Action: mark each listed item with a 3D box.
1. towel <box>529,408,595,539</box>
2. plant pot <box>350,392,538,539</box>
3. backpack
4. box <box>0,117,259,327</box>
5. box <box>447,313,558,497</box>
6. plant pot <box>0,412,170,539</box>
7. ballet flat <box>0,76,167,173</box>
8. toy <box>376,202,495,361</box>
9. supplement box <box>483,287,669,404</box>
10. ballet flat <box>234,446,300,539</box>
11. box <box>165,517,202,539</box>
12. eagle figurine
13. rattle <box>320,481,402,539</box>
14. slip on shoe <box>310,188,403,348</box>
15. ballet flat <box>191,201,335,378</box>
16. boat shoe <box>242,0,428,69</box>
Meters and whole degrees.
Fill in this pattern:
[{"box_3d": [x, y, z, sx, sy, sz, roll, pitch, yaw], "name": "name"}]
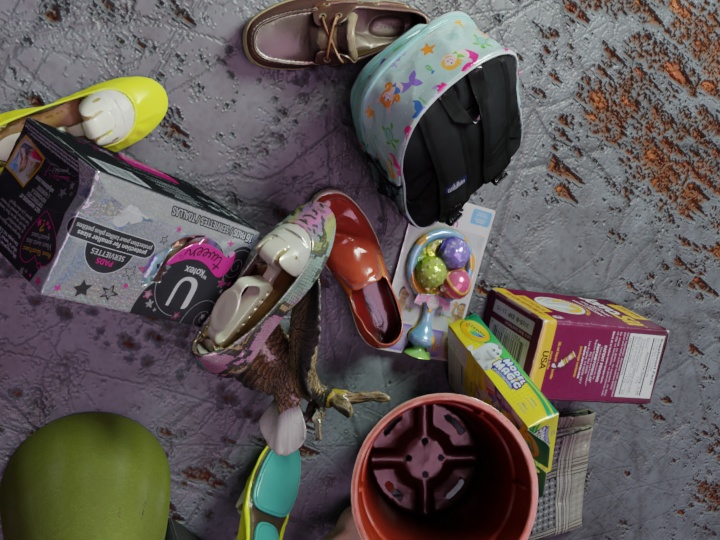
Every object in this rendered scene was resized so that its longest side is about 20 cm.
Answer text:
[{"box_3d": [0.252, 0.302, 1.067, 0.189, 0.035, 0.204, -4, 106, -20], "name": "towel"}, {"box_3d": [0.085, 0.235, 0.869, 0.197, 0.195, 0.205, 0, 87, -2], "name": "plant pot"}, {"box_3d": [0.078, -0.163, 0.772, 0.177, 0.151, 0.200, -39, 159, -6], "name": "backpack"}, {"box_3d": [-0.216, -0.034, 0.688, 0.199, 0.131, 0.116, 19, 101, -55], "name": "box"}, {"box_3d": [0.171, 0.159, 0.886, 0.048, 0.201, 0.119, -20, 135, -13], "name": "box"}, {"box_3d": [-0.276, 0.276, 0.759, 0.184, 0.200, 0.191, -6, 107, -19], "name": "plant pot"}, {"box_3d": [-0.277, -0.134, 0.712, 0.197, 0.067, 0.068, -20, 111, -15], "name": "ballet flat"}, {"box_3d": [0.100, 0.015, 0.915, 0.113, 0.047, 0.203, 12, 101, -25], "name": "toy"}, {"box_3d": [0.270, 0.097, 0.960, 0.197, 0.131, 0.105, 6, 103, -24], "name": "supplement box"}, {"box_3d": [-0.119, 0.291, 0.858, 0.067, 0.202, 0.067, -30, 127, 35], "name": "ballet flat"}, {"box_3d": [-0.232, 0.427, 0.863, 0.200, 0.124, 0.149, -45, 117, -5], "name": "box"}, {"box_3d": [-0.079, 0.083, 0.827, 0.150, 0.152, 0.202, -28, 125, 0], "name": "eagle figurine"}, {"box_3d": [-0.032, 0.366, 0.980, 0.129, 0.142, 0.203, 29, 58, -21], "name": "rattle"}, {"box_3d": [0.000, 0.000, 0.857, 0.073, 0.061, 0.203, -25, 101, -10], "name": "slip on shoe"}, {"box_3d": [-0.093, 0.013, 0.718, 0.201, 0.069, 0.071, -55, 156, -5], "name": "ballet flat"}, {"box_3d": [-0.022, -0.249, 0.775, 0.196, 0.072, 0.074, -9, 109, -19], "name": "boat shoe"}]
